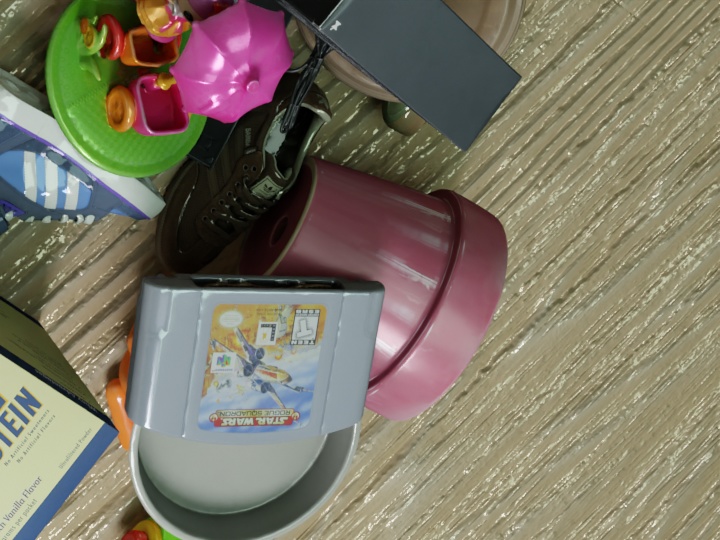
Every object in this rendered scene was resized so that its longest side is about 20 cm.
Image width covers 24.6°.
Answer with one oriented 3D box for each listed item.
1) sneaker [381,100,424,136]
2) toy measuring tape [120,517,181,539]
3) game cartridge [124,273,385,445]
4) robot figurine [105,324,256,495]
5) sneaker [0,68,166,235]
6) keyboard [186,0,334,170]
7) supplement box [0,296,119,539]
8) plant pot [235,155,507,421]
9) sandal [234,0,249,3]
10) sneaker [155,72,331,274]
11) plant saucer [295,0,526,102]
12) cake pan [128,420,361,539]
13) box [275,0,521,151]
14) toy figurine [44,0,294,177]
[{"bbox_3d":[0.046,-0.223,1.407,0.089,0.067,0.202,21,102,-25],"label":"sneaker"},{"bbox_3d":[-0.183,0.293,1.461,0.073,0.073,0.202,19,61,-35],"label":"toy measuring tape"},{"bbox_3d":[-0.081,0.070,1.290,0.198,0.041,0.135,1,107,-24],"label":"game cartridge"},{"bbox_3d":[-0.135,0.118,1.417,0.143,0.117,0.202,-27,123,-16],"label":"robot figurine"},{"bbox_3d":[-0.266,-0.056,1.293,0.147,0.081,0.199,-49,130,8],"label":"sneaker"},{"bbox_3d":[-0.084,-0.175,1.337,0.126,0.021,0.202,30,98,5],"label":"keyboard"},{"bbox_3d":[-0.322,0.083,1.241,0.135,0.200,0.200,-51,126,0],"label":"supplement box"},{"bbox_3d":[0.000,0.000,1.411,0.178,0.200,0.201,29,96,-21],"label":"plant pot"},{"bbox_3d":[-0.105,-0.262,1.234,0.043,0.076,0.201,-41,162,-16],"label":"sandal"},{"bbox_3d":[-0.099,-0.076,1.376,0.070,0.075,0.201,31,94,-36],"label":"sneaker"},{"bbox_3d":[0.038,-0.232,1.352,0.197,0.030,0.203,2,112,6],"label":"plant saucer"},{"bbox_3d":[-0.097,0.130,1.350,0.198,0.037,0.203,-9,115,-20],"label":"cake pan"},{"bbox_3d":[0.010,-0.189,1.226,0.079,0.141,0.200,-50,139,6],"label":"box"},{"bbox_3d":[-0.126,-0.177,1.211,0.149,0.183,0.203,-9,93,-40],"label":"toy figurine"}]
